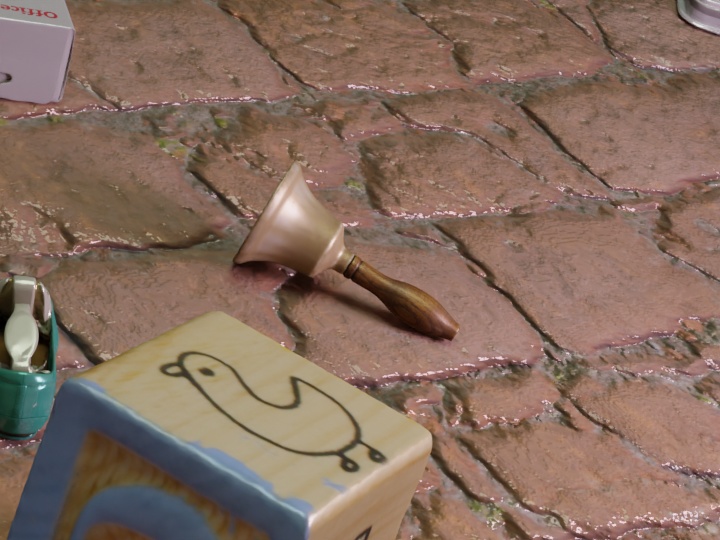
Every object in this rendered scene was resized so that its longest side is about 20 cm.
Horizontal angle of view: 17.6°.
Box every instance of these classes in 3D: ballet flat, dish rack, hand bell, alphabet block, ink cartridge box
[{"bbox_3d":[-0.259,0.046,1.781,0.067,0.071,0.200,9,31,-16],"label":"ballet flat"},{"bbox_3d":[0.475,-0.341,2.885,0.170,0.044,0.200,15,29,-6],"label":"dish rack"},{"bbox_3d":[0.000,0.000,2.017,0.199,0.104,0.104,32,30,-2],"label":"hand bell"},{"bbox_3d":[-0.098,0.169,1.522,0.195,0.197,0.200,30,22,15],"label":"alphabet block"},{"bbox_3d":[-0.360,-0.250,2.200,0.144,0.084,0.200,6,32,-23],"label":"ink cartridge box"}]
